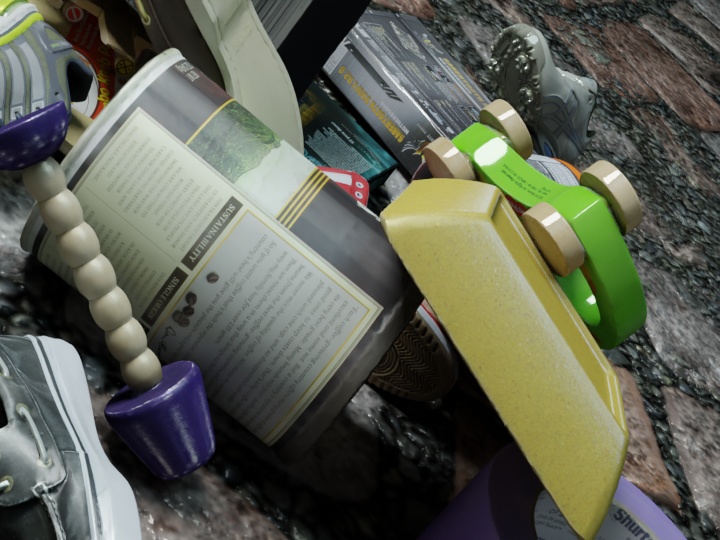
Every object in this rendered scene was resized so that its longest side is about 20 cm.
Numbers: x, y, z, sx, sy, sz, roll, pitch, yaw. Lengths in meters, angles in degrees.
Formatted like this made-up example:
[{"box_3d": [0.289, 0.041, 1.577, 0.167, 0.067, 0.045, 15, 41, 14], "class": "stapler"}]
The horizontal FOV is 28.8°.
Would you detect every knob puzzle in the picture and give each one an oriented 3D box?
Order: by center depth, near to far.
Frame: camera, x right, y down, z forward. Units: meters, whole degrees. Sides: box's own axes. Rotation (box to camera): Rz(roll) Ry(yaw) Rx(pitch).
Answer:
[{"box_3d": [-0.186, -0.130, 0.974, 0.218, 0.031, 0.221, 28, 34, -21], "class": "knob puzzle"}]

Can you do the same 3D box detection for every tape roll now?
[{"box_3d": [0.128, 0.204, 0.827, 0.199, 0.085, 0.201, 31, 29, -19], "class": "tape roll"}]

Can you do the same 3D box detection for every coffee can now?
[{"box_3d": [-0.074, -0.008, 0.811, 0.199, 0.147, 0.147, 39, 27, -3], "class": "coffee can"}]

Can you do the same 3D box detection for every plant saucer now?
[{"box_3d": [0.093, 0.031, 0.792, 0.201, 0.048, 0.200, 57, 11, -4], "class": "plant saucer"}]

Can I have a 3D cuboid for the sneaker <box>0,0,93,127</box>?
[{"box_3d": [-0.214, -0.094, 0.820, 0.080, 0.074, 0.201, 33, 39, -10], "class": "sneaker"}]

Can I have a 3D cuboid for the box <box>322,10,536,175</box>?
[{"box_3d": [0.057, -0.157, 1.297, 0.201, 0.048, 0.158, 51, 27, 18], "class": "box"}]

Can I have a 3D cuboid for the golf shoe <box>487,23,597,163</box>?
[{"box_3d": [0.181, -0.173, 1.344, 0.078, 0.097, 0.201, 49, -13, 33], "class": "golf shoe"}]

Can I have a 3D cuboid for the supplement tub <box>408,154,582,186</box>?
[{"box_3d": [0.132, -0.045, 1.182, 0.199, 0.107, 0.107, 3, 45, -52], "class": "supplement tub"}]

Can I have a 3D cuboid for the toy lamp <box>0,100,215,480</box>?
[{"box_3d": [-0.131, 0.015, 0.726, 0.202, 0.058, 0.058, 67, 23, -13], "class": "toy lamp"}]

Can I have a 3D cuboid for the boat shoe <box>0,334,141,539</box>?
[{"box_3d": [-0.154, 0.103, 0.643, 0.070, 0.073, 0.201, 10, 28, -32], "class": "boat shoe"}]

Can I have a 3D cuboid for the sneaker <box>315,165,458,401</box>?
[{"box_3d": [0.000, 0.000, 0.980, 0.199, 0.071, 0.112, 40, 30, 4], "class": "sneaker"}]

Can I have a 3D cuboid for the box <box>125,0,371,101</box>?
[{"box_3d": [-0.122, -0.243, 1.001, 0.200, 0.118, 0.196, 43, 9, 28], "class": "box"}]

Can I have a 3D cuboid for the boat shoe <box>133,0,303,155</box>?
[{"box_3d": [-0.091, -0.124, 0.879, 0.072, 0.059, 0.202, -58, 138, -44], "class": "boat shoe"}]

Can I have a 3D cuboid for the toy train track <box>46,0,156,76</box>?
[{"box_3d": [-0.144, -0.149, 0.989, 0.199, 0.033, 0.115, 29, 26, -30], "class": "toy train track"}]

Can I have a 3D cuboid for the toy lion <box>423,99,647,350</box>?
[{"box_3d": [0.129, -0.008, 0.961, 0.200, 0.068, 0.193, 42, -18, 54], "class": "toy lion"}]

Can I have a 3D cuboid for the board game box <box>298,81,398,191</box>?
[{"box_3d": [-0.071, -0.131, 1.128, 0.200, 0.028, 0.135, 45, 29, 8], "class": "board game box"}]
